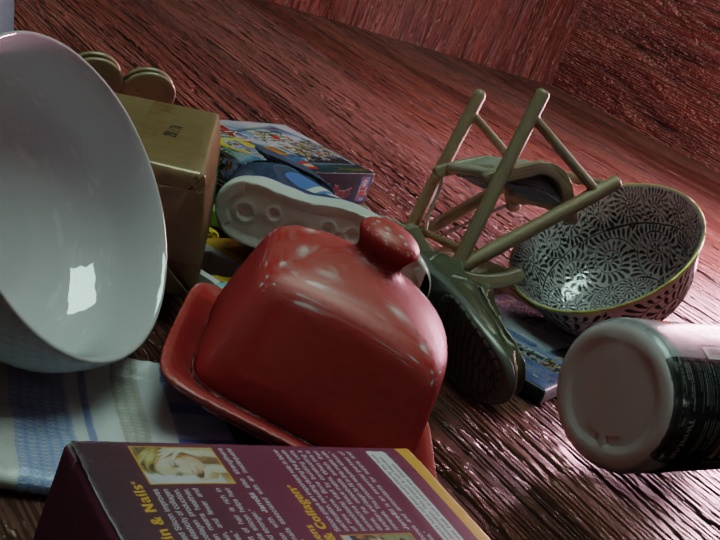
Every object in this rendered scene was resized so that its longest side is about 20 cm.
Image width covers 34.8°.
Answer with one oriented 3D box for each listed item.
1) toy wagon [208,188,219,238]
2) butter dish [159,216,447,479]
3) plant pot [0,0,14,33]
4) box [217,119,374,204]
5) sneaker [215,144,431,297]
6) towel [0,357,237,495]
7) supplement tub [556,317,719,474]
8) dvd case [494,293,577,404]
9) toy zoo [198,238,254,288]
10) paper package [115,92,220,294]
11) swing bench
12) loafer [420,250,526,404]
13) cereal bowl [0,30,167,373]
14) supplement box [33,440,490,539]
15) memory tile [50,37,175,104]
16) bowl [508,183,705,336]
[{"bbox_3d":[-0.144,-0.080,1.158,0.153,0.040,0.200,19,17,-6],"label":"toy wagon"},{"bbox_3d":[-0.012,0.034,0.759,0.198,0.149,0.200,28,15,-8],"label":"butter dish"},{"bbox_3d":[-0.322,-0.122,0.707,0.194,0.198,0.200,27,39,19],"label":"plant pot"},{"bbox_3d":[-0.095,-0.111,1.179,0.136,0.038,0.199,31,20,28],"label":"box"},{"bbox_3d":[-0.023,-0.039,0.998,0.198,0.081,0.147,24,17,4],"label":"sneaker"},{"bbox_3d":[-0.165,0.085,0.669,0.198,0.024,0.147,13,20,-27],"label":"towel"},{"bbox_3d":[0.267,0.105,0.955,0.198,0.124,0.122,7,22,-41],"label":"supplement tub"},{"bbox_3d":[0.153,0.070,1.100,0.142,0.018,0.199,30,20,26],"label":"dvd case"},{"bbox_3d":[-0.082,0.016,0.977,0.199,0.021,0.131,30,20,25],"label":"toy zoo"},{"bbox_3d":[-0.210,-0.072,0.917,0.188,0.105,0.200,11,19,-9],"label":"paper package"},{"bbox_3d":[0.122,-0.072,1.176,0.130,0.200,0.199,45,-3,-17],"label":"swing bench"},{"bbox_3d":[0.096,0.038,0.991,0.069,0.076,0.200,-5,35,-22],"label":"loafer"},{"bbox_3d":[-0.201,-0.033,0.679,0.082,0.202,0.200,-15,5,21],"label":"cereal bowl"},{"bbox_3d":[-0.039,0.145,0.529,0.198,0.086,0.110,8,22,-37],"label":"supplement box"},{"bbox_3d":[-0.278,-0.145,1.022,0.198,0.154,0.017,13,45,-29],"label":"memory tile"},{"bbox_3d":[0.257,0.009,1.159,0.199,0.095,0.202,-19,32,12],"label":"bowl"}]
